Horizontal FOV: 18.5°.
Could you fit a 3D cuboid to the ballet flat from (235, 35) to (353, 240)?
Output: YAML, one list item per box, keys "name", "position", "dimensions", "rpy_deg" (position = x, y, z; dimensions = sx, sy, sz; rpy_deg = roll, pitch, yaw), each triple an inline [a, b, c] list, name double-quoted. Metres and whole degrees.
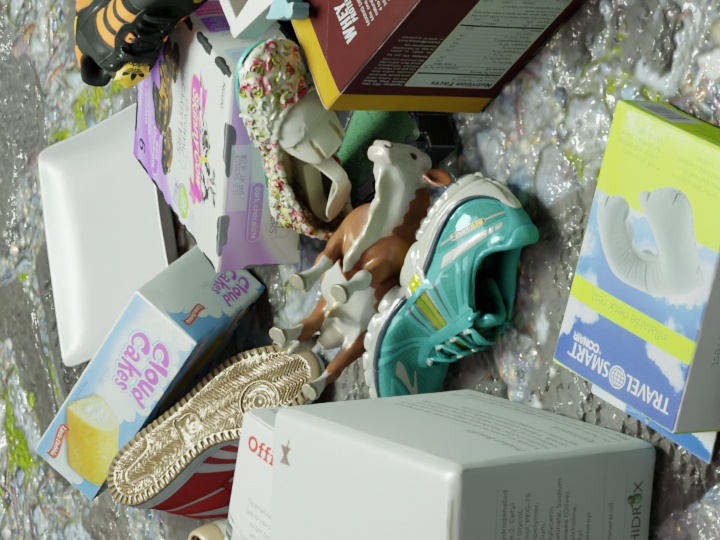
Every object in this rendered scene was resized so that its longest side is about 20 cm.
- name: "ballet flat"
  position: [-0.036, -0.088, 1.537]
  dimensions: [0.064, 0.076, 0.200]
  rpy_deg: [35, 161, 25]

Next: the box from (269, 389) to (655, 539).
- name: "box"
  position: [0.061, 0.194, 1.441]
  dimensions: [0.199, 0.171, 0.200]
  rpy_deg: [14, 103, 53]

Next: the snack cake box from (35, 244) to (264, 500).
- name: "snack cake box"
  position: [-0.170, 0.080, 1.778]
  dimensions: [0.067, 0.115, 0.200]
  rpy_deg: [41, 125, 8]

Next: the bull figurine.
- name: "bull figurine"
  position: [0.000, 0.000, 1.553]
  dimensions: [0.065, 0.121, 0.200]
  rpy_deg: [35, 142, 20]

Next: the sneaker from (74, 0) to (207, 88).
- name: "sneaker"
  position: [-0.156, -0.181, 1.624]
  dimensions: [0.200, 0.070, 0.090]
  rpy_deg: [-3, 83, 61]

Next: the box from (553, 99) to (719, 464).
- name: "box"
  position: [0.188, 0.007, 1.364]
  dimensions: [0.122, 0.048, 0.200]
  rpy_deg: [32, 116, 49]

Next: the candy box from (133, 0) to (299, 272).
- name: "candy box"
  position: [-0.107, -0.120, 1.695]
  dimensions: [0.200, 0.071, 0.168]
  rpy_deg: [-129, 38, -51]

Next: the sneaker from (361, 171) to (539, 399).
- name: "sneaker"
  position: [0.062, 0.029, 1.519]
  dimensions: [0.080, 0.077, 0.200]
  rpy_deg: [42, 127, 30]

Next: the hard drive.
- name: "hard drive"
  position: [-0.005, -0.147, 1.626]
  dimensions: [0.140, 0.038, 0.200]
  rpy_deg: [-39, 60, 48]

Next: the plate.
- name: "plate"
  position: [-0.213, -0.029, 1.921]
  dimensions: [0.199, 0.032, 0.200]
  rpy_deg: [-19, 77, 52]

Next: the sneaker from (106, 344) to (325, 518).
- name: "sneaker"
  position: [-0.094, 0.131, 1.751]
  dimensions: [0.200, 0.112, 0.071]
  rpy_deg: [-33, 62, 16]

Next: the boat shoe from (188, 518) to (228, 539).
- name: "boat shoe"
  position: [-0.108, 0.297, 1.764]
  dimensions: [0.074, 0.069, 0.200]
  rpy_deg: [-10, 83, 53]

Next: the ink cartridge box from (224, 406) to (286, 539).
- name: "ink cartridge box"
  position: [-0.032, 0.218, 1.642]
  dimensions: [0.146, 0.086, 0.200]
  rpy_deg: [30, 114, 49]

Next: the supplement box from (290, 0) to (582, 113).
- name: "supplement box"
  position: [0.046, -0.240, 1.471]
  dimensions: [0.200, 0.133, 0.197]
  rpy_deg: [-47, 55, 44]

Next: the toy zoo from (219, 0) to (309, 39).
- name: "toy zoo"
  position: [-0.071, -0.251, 1.501]
  dimensions: [0.131, 0.020, 0.200]
  rpy_deg: [-50, 53, 43]
